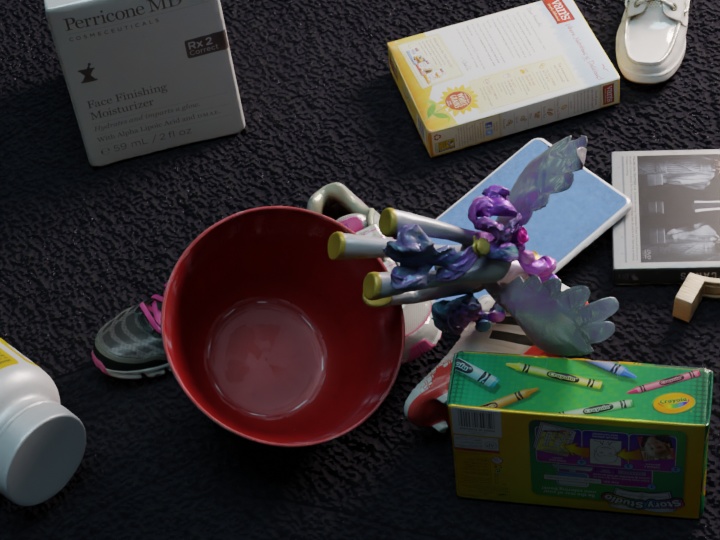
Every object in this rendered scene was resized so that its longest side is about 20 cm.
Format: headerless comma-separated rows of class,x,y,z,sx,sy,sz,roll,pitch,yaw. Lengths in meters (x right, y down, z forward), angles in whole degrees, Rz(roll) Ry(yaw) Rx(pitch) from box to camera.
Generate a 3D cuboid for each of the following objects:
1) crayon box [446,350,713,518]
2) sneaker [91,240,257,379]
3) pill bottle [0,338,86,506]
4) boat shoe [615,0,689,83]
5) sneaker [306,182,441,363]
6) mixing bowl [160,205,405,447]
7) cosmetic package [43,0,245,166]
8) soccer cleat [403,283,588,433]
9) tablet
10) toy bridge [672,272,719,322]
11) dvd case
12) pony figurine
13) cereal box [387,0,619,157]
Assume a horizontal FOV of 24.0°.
crayon box,0.170,0.128,1.316,0.198,0.119,0.059,4,48,11
sneaker,-0.149,0.022,1.484,0.199,0.088,0.074,-25,49,-14
pill bottle,-0.324,0.109,1.411,0.199,0.113,0.112,31,58,32
boat shoe,0.296,-0.271,1.701,0.070,0.070,0.201,6,49,12
sneaker,0.000,0.000,1.474,0.081,0.089,0.200,-31,50,-9
mixing bowl,-0.070,0.059,1.401,0.198,0.108,0.202,4,71,-11
cosmetic package,-0.218,-0.243,1.662,0.163,0.201,0.166,-15,47,-5
soccer cleat,0.106,0.065,1.418,0.199,0.069,0.085,-29,55,-24
tablet,0.134,-0.032,1.528,0.200,0.014,0.130,-39,52,-16
toy bridge,0.368,0.041,1.430,0.198,0.027,0.067,19,52,24
dvd case,0.325,-0.050,1.524,0.198,0.025,0.151,-1,47,9
pony figurine,0.098,-0.011,1.323,0.198,0.193,0.168,2,79,-24
cereal box,0.140,-0.195,1.675,0.198,0.040,0.145,-15,47,-6
